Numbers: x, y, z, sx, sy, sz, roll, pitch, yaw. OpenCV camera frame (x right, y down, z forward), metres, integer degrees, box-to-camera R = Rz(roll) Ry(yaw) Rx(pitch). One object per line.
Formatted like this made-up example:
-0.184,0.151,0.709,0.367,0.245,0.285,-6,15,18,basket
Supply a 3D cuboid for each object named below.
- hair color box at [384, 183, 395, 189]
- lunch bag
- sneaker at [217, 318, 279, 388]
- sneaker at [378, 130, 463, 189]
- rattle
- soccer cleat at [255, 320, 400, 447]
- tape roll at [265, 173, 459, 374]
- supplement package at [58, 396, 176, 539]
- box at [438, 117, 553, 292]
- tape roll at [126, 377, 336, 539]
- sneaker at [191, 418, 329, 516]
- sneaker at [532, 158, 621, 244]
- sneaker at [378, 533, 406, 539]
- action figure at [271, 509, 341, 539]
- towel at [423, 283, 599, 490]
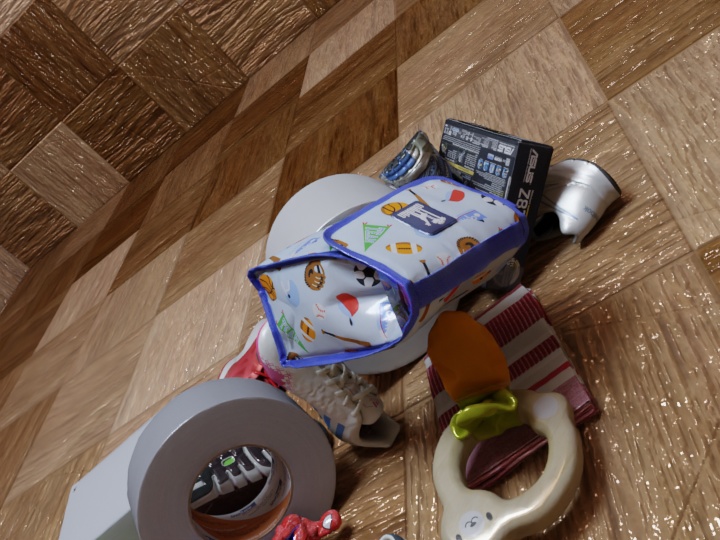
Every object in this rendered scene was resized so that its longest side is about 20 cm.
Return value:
0.006,-0.027,1.061,0.200,0.061,0.100,-48,25,-4,hair color box
0.027,-0.002,0.658,0.170,0.124,0.200,-30,12,-38,lunch bag
-0.118,0.125,1.008,0.115,0.078,0.201,-26,33,37,sneaker
0.073,-0.105,0.867,0.077,0.085,0.200,-47,4,13,sneaker
0.090,0.155,0.560,0.130,0.143,0.201,10,54,25,rattle
-0.024,0.113,0.753,0.086,0.200,0.070,8,57,40,soccer cleat
0.000,0.000,0.871,0.203,0.203,0.139,-45,26,1,tape roll
-0.267,0.293,0.946,0.200,0.111,0.156,-41,26,10,supplement package
0.136,-0.082,0.866,0.200,0.049,0.162,-135,56,-66,box
-0.127,0.212,0.752,0.200,0.200,0.066,-49,26,-8,tape roll
-0.127,0.246,0.856,0.199,0.116,0.076,-18,37,-23,sneaker
0.195,-0.081,0.851,0.087,0.074,0.200,-56,26,-9,sneaker
-0.002,0.302,0.582,0.073,0.071,0.201,-16,39,46,sneaker
-0.089,0.301,0.696,0.200,0.065,0.099,-38,20,-14,action figure
0.133,0.108,0.723,0.144,0.023,0.200,-39,26,15,towel
